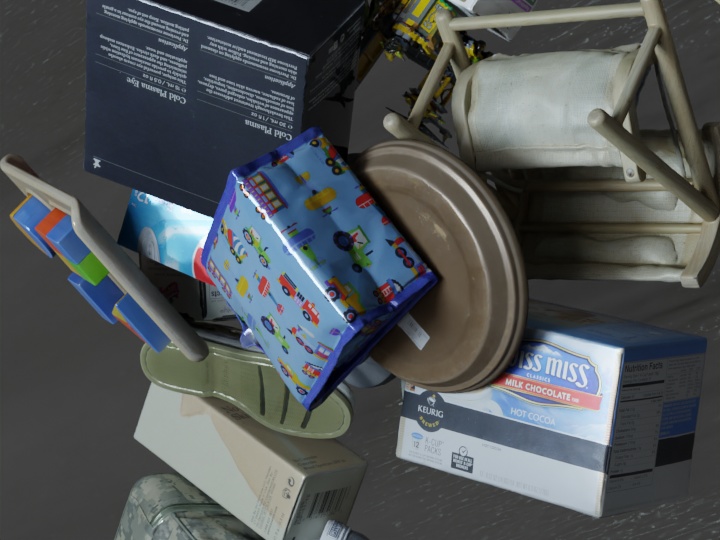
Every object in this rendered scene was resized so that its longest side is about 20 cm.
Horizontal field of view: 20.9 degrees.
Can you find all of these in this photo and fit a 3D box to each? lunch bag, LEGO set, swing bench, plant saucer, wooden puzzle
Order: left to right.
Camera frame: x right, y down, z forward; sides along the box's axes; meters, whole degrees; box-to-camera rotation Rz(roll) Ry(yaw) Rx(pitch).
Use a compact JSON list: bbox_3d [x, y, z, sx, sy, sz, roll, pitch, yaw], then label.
[{"bbox_3d":[-0.229,-0.005,1.677,0.046,0.185,0.200,-44,31,-8],"label":"wooden puzzle"},{"bbox_3d":[-0.141,0.305,1.749,0.168,0.139,0.201,45,120,52],"label":"lunch bag"},{"bbox_3d":[-0.054,0.014,1.497,0.151,0.094,0.200,52,144,10],"label":"lunch bag"},{"bbox_3d":[-0.002,-0.183,1.616,0.200,0.154,0.116,34,86,21],"label":"LEGO set"},{"bbox_3d":[0.041,0.001,1.472,0.199,0.029,0.201,20,120,38],"label":"plant saucer"},{"bbox_3d":[0.159,-0.093,1.490,0.198,0.200,0.130,1,52,38],"label":"swing bench"}]

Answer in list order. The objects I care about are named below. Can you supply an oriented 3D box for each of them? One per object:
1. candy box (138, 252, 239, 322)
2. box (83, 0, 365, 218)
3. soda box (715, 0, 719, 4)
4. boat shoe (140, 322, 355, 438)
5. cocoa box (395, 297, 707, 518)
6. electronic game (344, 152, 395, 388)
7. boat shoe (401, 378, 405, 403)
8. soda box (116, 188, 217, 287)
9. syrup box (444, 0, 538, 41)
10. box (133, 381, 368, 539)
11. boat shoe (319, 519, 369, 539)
[{"bbox_3d":[-0.149,-0.057,1.741,0.136,0.061,0.201,3,96,60],"label":"candy box"},{"bbox_3d":[-0.113,-0.147,1.562,0.199,0.104,0.183,21,129,16],"label":"box"},{"bbox_3d":[0.260,-0.257,1.457,0.200,0.064,0.068,46,119,27],"label":"soda box"},{"bbox_3d":[-0.091,0.086,1.727,0.199,0.068,0.075,19,122,13],"label":"boat shoe"},{"bbox_3d":[0.148,0.099,1.524,0.199,0.133,0.132,13,100,38],"label":"cocoa box"},{"bbox_3d":[0.000,0.000,1.671,0.200,0.041,0.201,11,103,60],"label":"electronic game"},{"bbox_3d":[0.074,0.045,1.628,0.076,0.060,0.201,-150,63,-65],"label":"boat shoe"},{"bbox_3d":[-0.097,-0.018,1.618,0.199,0.068,0.065,22,103,19],"label":"soda box"},{"bbox_3d":[0.055,-0.271,1.602,0.200,0.079,0.082,32,95,33],"label":"syrup box"},{"bbox_3d":[-0.101,0.162,1.759,0.200,0.095,0.078,32,112,32],"label":"box"},{"bbox_3d":[-0.031,0.312,1.731,0.067,0.072,0.201,24,116,5],"label":"boat shoe"}]
